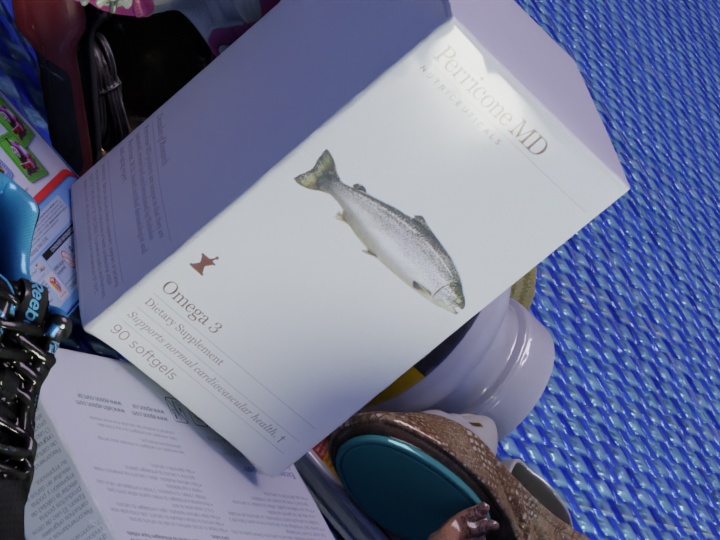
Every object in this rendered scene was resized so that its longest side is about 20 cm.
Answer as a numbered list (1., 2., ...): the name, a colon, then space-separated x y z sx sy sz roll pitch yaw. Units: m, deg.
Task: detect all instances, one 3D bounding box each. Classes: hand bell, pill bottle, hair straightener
1. hand bell: -0.103 -0.117 1.407 0.104 0.104 0.200 49 7 -10
2. pill bottle: 0.000 0.000 1.303 0.200 0.112 0.112 41 21 -29
3. hair straightener: -0.121 -0.103 1.250 0.077 0.041 0.200 -54 137 -59

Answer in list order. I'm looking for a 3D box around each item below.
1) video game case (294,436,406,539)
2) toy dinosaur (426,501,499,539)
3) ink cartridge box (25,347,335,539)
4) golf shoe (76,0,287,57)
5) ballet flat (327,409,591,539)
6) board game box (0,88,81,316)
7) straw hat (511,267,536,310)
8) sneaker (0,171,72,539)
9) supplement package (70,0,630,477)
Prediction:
1. video game case: -0.007 0.080 1.345 0.200 0.017 0.143 50 19 -6
2. toy dinosaur: 0.048 0.183 1.193 0.200 0.086 0.136 47 24 -1
3. ink cartridge box: -0.058 0.126 1.100 0.200 0.043 0.196 61 18 21
4. golf shoe: -0.060 -0.141 1.188 0.200 0.075 0.092 24 41 -38
5. ballet flat: 0.053 0.108 1.292 0.200 0.070 0.065 48 44 -38
6. board game box: -0.187 -0.058 1.139 0.200 0.037 0.151 50 18 -7
7. straw hat: -0.010 -0.029 1.419 0.085 0.201 0.201 -36 87 -29
8. sneaker: -0.145 0.042 0.986 0.073 0.082 0.200 37 25 -42
9. supplement package: -0.009 -0.034 1.142 0.117 0.200 0.117 41 18 -28
